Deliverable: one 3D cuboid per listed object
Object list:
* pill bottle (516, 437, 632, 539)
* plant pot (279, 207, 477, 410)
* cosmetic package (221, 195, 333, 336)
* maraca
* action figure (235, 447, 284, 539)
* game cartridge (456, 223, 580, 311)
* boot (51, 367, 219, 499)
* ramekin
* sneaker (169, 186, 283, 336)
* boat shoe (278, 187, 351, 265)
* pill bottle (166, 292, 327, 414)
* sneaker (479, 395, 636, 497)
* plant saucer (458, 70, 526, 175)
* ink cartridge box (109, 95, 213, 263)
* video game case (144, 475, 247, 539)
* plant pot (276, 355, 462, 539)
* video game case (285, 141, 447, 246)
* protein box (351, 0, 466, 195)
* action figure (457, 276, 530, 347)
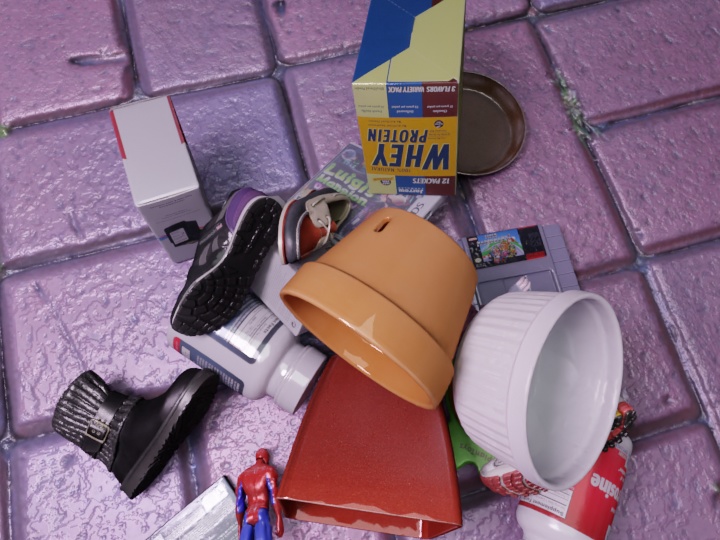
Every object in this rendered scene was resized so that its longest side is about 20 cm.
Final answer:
[{"bbox_3d":[0.271,0.296,0.690,0.111,0.112,0.202,25,72,5],"label":"pill bottle"},{"bbox_3d":[0.033,0.031,0.563,0.199,0.200,0.141,35,75,8],"label":"plant pot"},{"bbox_3d":[-0.105,-0.014,0.746,0.200,0.082,0.112,43,32,19],"label":"cosmetic package"},{"bbox_3d":[0.179,0.181,0.724,0.135,0.107,0.202,15,72,23],"label":"maraca"},{"bbox_3d":[-0.131,0.320,0.664,0.064,0.052,0.202,-17,46,14],"label":"action figure"},{"bbox_3d":[0.233,0.000,0.828,0.196,0.038,0.132,-10,77,-6],"label":"game cartridge"},{"bbox_3d":[-0.297,0.174,0.689,0.157,0.079,0.212,39,97,9],"label":"boot"},{"bbox_3d":[0.189,0.117,0.571,0.198,0.104,0.204,-6,100,-39],"label":"ramekin"},{"bbox_3d":[-0.178,-0.013,0.674,0.087,0.076,0.201,30,84,43],"label":"sneaker"},{"bbox_3d":[-0.059,-0.062,0.699,0.061,0.200,0.072,7,114,7],"label":"boat shoe"},{"bbox_3d":[-0.150,0.104,0.726,0.198,0.120,0.120,32,73,7],"label":"pill bottle"},{"bbox_3d":[0.234,0.208,0.656,0.198,0.078,0.082,-32,40,1],"label":"sneaker"},{"bbox_3d":[0.182,-0.248,0.906,0.196,0.032,0.204,1,72,-2],"label":"plant saucer"},{"bbox_3d":[-0.268,-0.120,0.751,0.082,0.200,0.148,-19,74,-12],"label":"ink cartridge box"},{"bbox_3d":[-0.179,0.397,0.683,0.142,0.019,0.201,-36,78,-13],"label":"video game case"},{"bbox_3d":[0.014,0.221,0.668,0.196,0.201,0.179,9,60,0],"label":"plant pot"},{"bbox_3d":[0.004,-0.104,0.810,0.199,0.024,0.182,31,64,27],"label":"video game case"},{"bbox_3d":[0.078,-0.250,0.760,0.132,0.201,0.201,3,58,11],"label":"protein box"},{"bbox_3d":[0.121,0.063,0.670,0.199,0.134,0.149,37,64,9],"label":"action figure"}]
